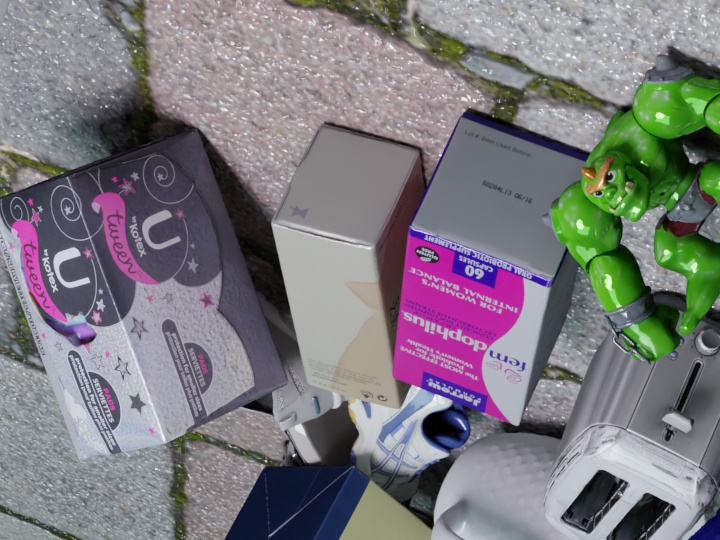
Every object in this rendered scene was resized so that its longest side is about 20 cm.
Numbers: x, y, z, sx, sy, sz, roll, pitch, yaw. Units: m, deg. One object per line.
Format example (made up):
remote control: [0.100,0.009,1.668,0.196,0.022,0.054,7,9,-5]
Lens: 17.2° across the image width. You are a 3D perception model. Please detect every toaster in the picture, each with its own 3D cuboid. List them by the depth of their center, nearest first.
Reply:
toaster: [0.199,0.118,1.662,0.113,0.130,0.200,28,150,0]

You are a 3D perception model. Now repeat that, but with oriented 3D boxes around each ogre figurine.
ogre figurine: [0.191,-0.043,1.452,0.120,0.098,0.200,36,142,4]

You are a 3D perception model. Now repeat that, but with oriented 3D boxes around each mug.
mug: [0.135,0.204,1.789,0.175,0.200,0.148,26,109,31]

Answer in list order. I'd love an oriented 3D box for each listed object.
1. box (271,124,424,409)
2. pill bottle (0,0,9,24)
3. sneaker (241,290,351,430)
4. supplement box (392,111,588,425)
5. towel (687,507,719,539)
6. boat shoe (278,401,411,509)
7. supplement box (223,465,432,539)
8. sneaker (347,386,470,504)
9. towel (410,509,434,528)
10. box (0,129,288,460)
box: [0.000,0.000,1.676,0.077,0.095,0.200,15,149,17]
pill bottle: [-0.344,-0.207,1.610,0.199,0.113,0.113,12,147,25]
sneaker: [-0.096,0.061,1.817,0.200,0.082,0.075,23,138,43]
supplement box: [0.089,0.003,1.602,0.101,0.104,0.200,20,151,10]
towel: [0.274,0.155,1.601,0.050,0.200,0.148,49,147,0]
boat shoe: [-0.041,0.153,1.953,0.092,0.075,0.200,-5,138,31]
supplement box: [-0.017,0.291,1.884,0.200,0.201,0.134,41,155,-25]
sneaker: [0.041,0.134,1.864,0.088,0.076,0.200,17,149,15]
towel: [0.067,0.263,2.092,0.199,0.023,0.144,23,150,7]
box: [-0.160,0.018,1.709,0.114,0.132,0.201,-15,97,47]
